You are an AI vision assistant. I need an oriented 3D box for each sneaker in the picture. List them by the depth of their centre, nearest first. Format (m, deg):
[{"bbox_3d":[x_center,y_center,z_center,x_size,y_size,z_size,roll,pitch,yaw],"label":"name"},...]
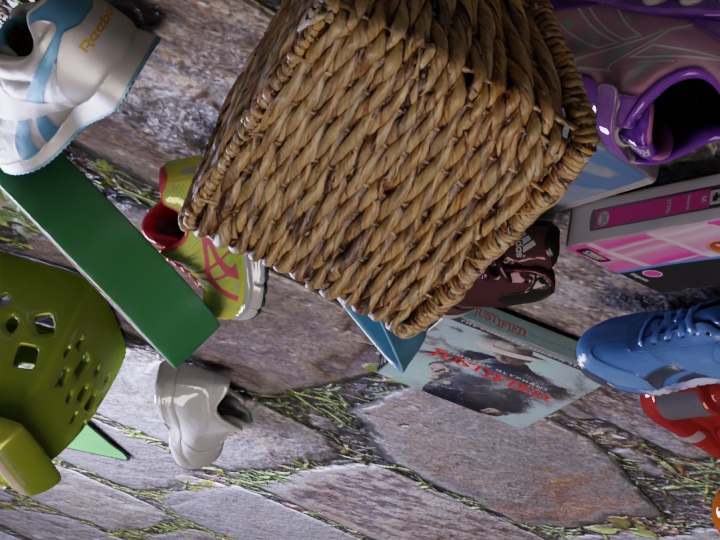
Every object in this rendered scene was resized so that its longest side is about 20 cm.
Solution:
[{"bbox_3d":[0.129,-0.095,0.768,0.200,0.089,0.080,3,155,34],"label":"sneaker"},{"bbox_3d":[0.060,-0.027,0.963,0.115,0.076,0.200,-3,161,33],"label":"sneaker"},{"bbox_3d":[-0.202,-0.124,0.989,0.081,0.077,0.200,36,147,-19],"label":"sneaker"},{"bbox_3d":[0.233,0.042,1.055,0.200,0.066,0.078,1,141,35],"label":"sneaker"},{"bbox_3d":[-0.110,-0.027,1.100,0.090,0.078,0.200,-4,149,-10],"label":"sneaker"},{"bbox_3d":[-0.152,0.157,1.610,0.088,0.075,0.200,2,154,7],"label":"sneaker"}]

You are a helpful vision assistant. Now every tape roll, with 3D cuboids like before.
[{"bbox_3d":[-0.187,-0.016,1.128,0.200,0.048,0.200,44,171,9],"label":"tape roll"}]

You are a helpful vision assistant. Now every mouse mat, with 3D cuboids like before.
[{"bbox_3d":[-0.393,0.190,1.949,0.161,0.008,0.200,9,157,22],"label":"mouse mat"}]

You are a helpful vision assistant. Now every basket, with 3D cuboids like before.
[{"bbox_3d":[0.020,-0.086,0.788,0.149,0.143,0.200,26,140,-11],"label":"basket"}]

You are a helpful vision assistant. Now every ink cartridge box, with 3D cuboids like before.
[{"bbox_3d":[0.226,-0.025,0.918,0.095,0.037,0.200,23,157,-34],"label":"ink cartridge box"}]

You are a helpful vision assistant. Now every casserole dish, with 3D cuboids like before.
[{"bbox_3d":[0.000,0.000,1.091,0.121,0.039,0.200,51,173,23],"label":"casserole dish"}]

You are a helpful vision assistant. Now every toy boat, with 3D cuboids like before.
[{"bbox_3d":[0.294,0.141,1.141,0.200,0.131,0.130,30,155,-27],"label":"toy boat"}]

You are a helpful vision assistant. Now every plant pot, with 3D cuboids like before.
[{"bbox_3d":[-0.355,0.097,1.470,0.199,0.182,0.200,15,157,8],"label":"plant pot"}]

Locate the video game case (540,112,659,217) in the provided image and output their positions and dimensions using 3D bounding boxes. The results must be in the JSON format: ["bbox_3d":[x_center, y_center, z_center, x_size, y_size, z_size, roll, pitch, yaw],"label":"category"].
[{"bbox_3d":[0.050,-0.081,0.949,0.182,0.022,0.200,29,155,-26],"label":"video game case"}]

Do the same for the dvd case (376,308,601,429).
[{"bbox_3d":[0.108,0.079,1.282,0.146,0.022,0.200,22,157,-10],"label":"dvd case"}]
